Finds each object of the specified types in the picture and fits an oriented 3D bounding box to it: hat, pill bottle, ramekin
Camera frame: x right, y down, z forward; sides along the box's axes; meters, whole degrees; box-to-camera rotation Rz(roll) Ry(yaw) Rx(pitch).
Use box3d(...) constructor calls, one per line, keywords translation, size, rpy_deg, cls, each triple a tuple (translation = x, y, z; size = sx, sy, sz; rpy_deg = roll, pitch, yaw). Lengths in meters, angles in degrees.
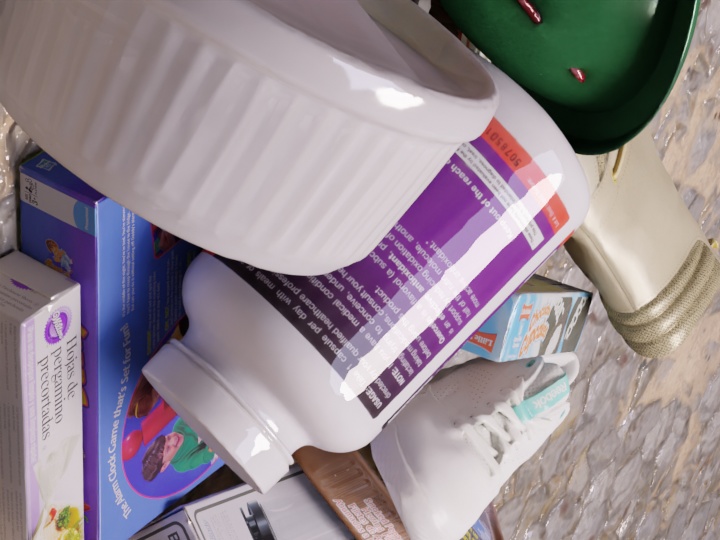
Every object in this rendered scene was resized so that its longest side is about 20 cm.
box3d(translation=(0.030, -0.138, 0.947), size=(0.175, 0.166, 0.201), rpy_deg=(-9, 122, -31), cls="hat")
box3d(translation=(0.000, 0.000, 1.000), size=(0.200, 0.112, 0.113), rpy_deg=(-45, 149, -10), cls="pill bottle")
box3d(translation=(-0.053, -0.080, 0.883), size=(0.202, 0.202, 0.095), rpy_deg=(0, 124, -60), cls="ramekin")

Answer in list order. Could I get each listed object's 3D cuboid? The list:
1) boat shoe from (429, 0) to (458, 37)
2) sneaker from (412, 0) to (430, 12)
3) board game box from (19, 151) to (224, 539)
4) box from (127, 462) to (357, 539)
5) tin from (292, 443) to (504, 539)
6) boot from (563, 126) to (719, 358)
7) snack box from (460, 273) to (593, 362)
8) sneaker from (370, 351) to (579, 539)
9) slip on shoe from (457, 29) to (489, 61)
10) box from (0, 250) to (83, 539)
box3d(translation=(0.073, -0.140, 1.189), size=(0.200, 0.071, 0.065), rpy_deg=(-34, 145, -29), cls="boat shoe")
box3d(translation=(0.022, -0.157, 1.070), size=(0.088, 0.074, 0.201), rpy_deg=(7, 103, -64), cls="sneaker")
box3d(translation=(-0.093, 0.017, 1.042), size=(0.134, 0.045, 0.201), rpy_deg=(-36, 141, -43), cls="board game box")
box3d(translation=(-0.039, 0.164, 1.161), size=(0.060, 0.117, 0.200), rpy_deg=(-28, 174, 26), cls="box")
box3d(translation=(0.015, 0.101, 1.196), size=(0.200, 0.042, 0.112), rpy_deg=(54, 18, -28), cls="tin")
box3d(translation=(0.140, -0.061, 1.243), size=(0.156, 0.072, 0.200), rpy_deg=(52, 28, -24), cls="boot")
box3d(translation=(0.044, 0.010, 1.156), size=(0.200, 0.115, 0.037), rpy_deg=(3, 105, -74), cls="snack box")
box3d(translation=(0.067, 0.078, 1.173), size=(0.076, 0.088, 0.200), rpy_deg=(63, 20, -9), cls="sneaker")
box3d(translation=(0.075, -0.162, 1.119), size=(0.074, 0.061, 0.202), rpy_deg=(15, 76, -38), cls="slip on shoe")
box3d(translation=(-0.149, 0.088, 1.007), size=(0.039, 0.041, 0.201), rpy_deg=(-37, 141, -43), cls="box")
